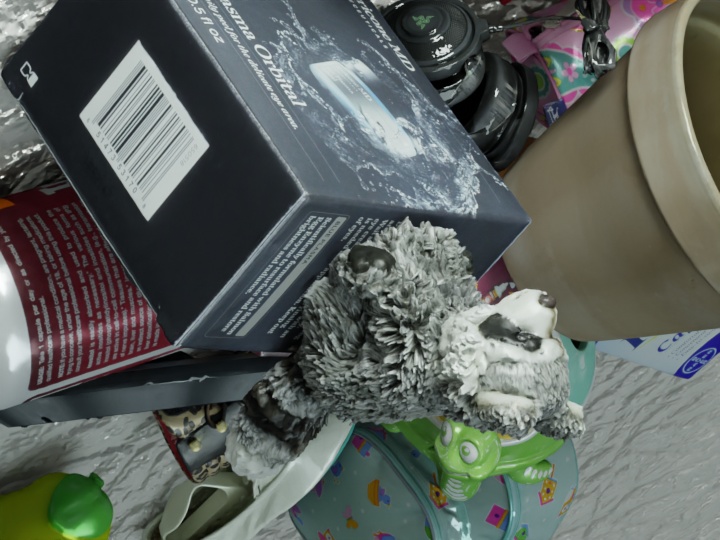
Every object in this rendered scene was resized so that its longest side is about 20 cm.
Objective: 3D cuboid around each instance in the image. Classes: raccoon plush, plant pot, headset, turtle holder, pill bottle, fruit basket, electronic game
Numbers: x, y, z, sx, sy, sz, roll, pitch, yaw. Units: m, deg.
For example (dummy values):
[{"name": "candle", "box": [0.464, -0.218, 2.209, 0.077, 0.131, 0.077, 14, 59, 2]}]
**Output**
[{"name": "raccoon plush", "box": [0.030, 0.072, 1.390, 0.097, 0.134, 0.200, -11, 144, -42]}, {"name": "plant pot", "box": [0.180, -0.041, 1.598, 0.173, 0.201, 0.200, -27, 162, 37]}, {"name": "headset", "box": [0.060, -0.101, 1.594, 0.200, 0.094, 0.123, -30, 132, 23]}, {"name": "turtle holder", "box": [0.077, 0.060, 1.792, 0.185, 0.141, 0.132, -35, 155, -36]}, {"name": "pill bottle", "box": [-0.176, 0.011, 1.526, 0.199, 0.113, 0.113, -18, 150, -29]}, {"name": "fruit basket", "box": [-0.240, 0.227, 1.806, 0.215, 0.156, 0.216, -13, 158, -5]}, {"name": "electronic game", "box": [-0.133, 0.066, 1.656, 0.199, 0.042, 0.200, -7, 177, 0]}]

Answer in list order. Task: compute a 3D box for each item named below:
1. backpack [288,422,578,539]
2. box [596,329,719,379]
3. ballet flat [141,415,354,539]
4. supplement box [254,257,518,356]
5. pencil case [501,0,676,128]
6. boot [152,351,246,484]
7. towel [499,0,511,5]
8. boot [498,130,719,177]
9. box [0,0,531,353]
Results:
[{"name": "backpack", "box": [0.055, 0.155, 1.971, 0.153, 0.176, 0.200, -10, 142, -46]}, {"name": "box", "box": [0.229, -0.028, 1.936, 0.184, 0.105, 0.200, -43, 152, 17]}, {"name": "ballet flat", "box": [-0.083, 0.148, 1.935, 0.200, 0.070, 0.069, -46, 152, 25]}, {"name": "supplement box", "box": [0.000, 0.000, 1.648, 0.199, 0.110, 0.086, 2, 102, -35]}, {"name": "pencil case", "box": [0.183, -0.158, 1.686, 0.199, 0.088, 0.088, -29, 154, -7]}, {"name": "boot", "box": [-0.066, 0.061, 1.792, 0.150, 0.073, 0.200, -29, 159, -9]}, {"name": "towel", "box": [0.163, -0.196, 1.555, 0.144, 0.023, 0.200, -21, -178, -16]}, {"name": "boot", "box": [0.166, -0.062, 1.728, 0.199, 0.077, 0.155, 21, 155, -12]}, {"name": "box", "box": [-0.049, -0.065, 1.448, 0.117, 0.197, 0.200, -48, 151, 25]}]
